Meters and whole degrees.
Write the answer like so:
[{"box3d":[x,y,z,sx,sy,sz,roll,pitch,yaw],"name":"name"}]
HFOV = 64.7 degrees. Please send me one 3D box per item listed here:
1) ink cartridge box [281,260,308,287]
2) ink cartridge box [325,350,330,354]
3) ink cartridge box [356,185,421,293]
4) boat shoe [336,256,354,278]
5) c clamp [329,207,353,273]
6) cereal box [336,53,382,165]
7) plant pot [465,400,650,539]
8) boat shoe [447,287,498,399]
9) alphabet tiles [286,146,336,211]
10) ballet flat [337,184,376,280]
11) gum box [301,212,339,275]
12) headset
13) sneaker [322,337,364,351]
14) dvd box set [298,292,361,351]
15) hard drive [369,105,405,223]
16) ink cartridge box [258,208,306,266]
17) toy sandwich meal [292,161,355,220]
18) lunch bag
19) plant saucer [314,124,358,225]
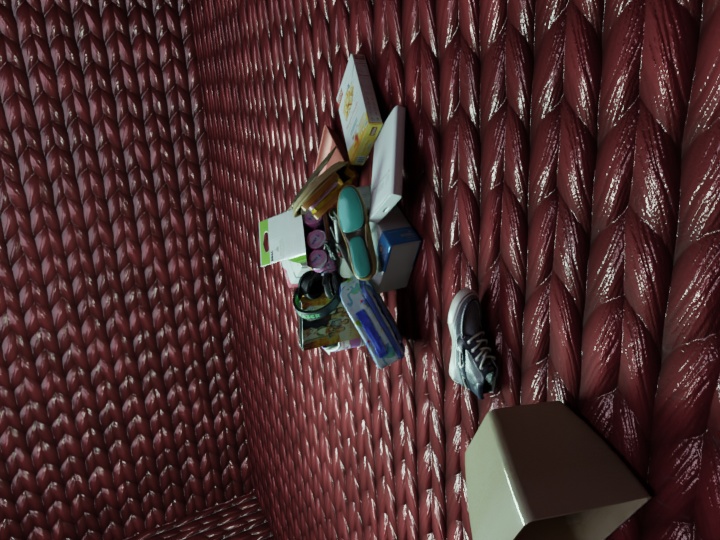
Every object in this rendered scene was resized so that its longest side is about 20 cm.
[{"box3d":[-0.196,-0.048,1.842,0.200,0.081,0.150,135,120,-63],"name":"ink cartridge box"},{"box3d":[-0.125,0.143,1.827,0.200,0.049,0.165,44,139,40],"name":"ink cartridge box"},{"box3d":[0.044,-0.075,1.286,0.202,0.082,0.146,60,150,36],"name":"ink cartridge box"},{"box3d":[0.000,0.000,1.447,0.199,0.061,0.077,-164,62,-66],"name":"boat shoe"},{"box3d":[-0.048,-0.078,1.359,0.201,0.027,0.173,93,154,-66],"name":"c clamp"},{"box3d":[-0.007,-0.366,1.298,0.144,0.039,0.204,121,141,-57],"name":"cereal box"},{"box3d":[0.262,0.313,0.852,0.203,0.195,0.179,103,157,-44],"name":"plant pot"},{"box3d":[0.212,0.136,1.030,0.092,0.074,0.204,35,139,49],"name":"boat shoe"},{"box3d":[-0.119,-0.228,1.407,0.167,0.006,0.201,-47,13,24],"name":"alphabet tiles"},{"box3d":[-0.006,-0.079,1.218,0.067,0.063,0.205,-10,88,22],"name":"ballet flat"},{"box3d":[-0.107,-0.064,1.545,0.114,0.065,0.204,62,-163,-58],"name":"gum box"},{"box3d":[-0.095,0.024,1.372,0.121,0.202,0.095,0,135,25],"name":"headset"},{"box3d":[-0.072,0.189,1.631,0.200,0.112,0.074,-9,94,67],"name":"sneaker"},{"box3d":[-0.063,0.120,1.470,0.029,0.196,0.150,-135,40,-53],"name":"dvd box set"},{"box3d":[0.055,-0.218,1.180,0.132,0.026,0.205,136,141,-63],"name":"hard drive"},{"box3d":[-0.209,-0.098,1.712,0.197,0.075,0.152,-15,74,32],"name":"ink cartridge box"},{"box3d":[-0.078,-0.176,1.334,0.070,0.205,0.205,47,153,0],"name":"toy sandwich meal"},{"box3d":[0.028,0.113,1.295,0.203,0.081,0.161,61,-173,-13],"name":"lunch bag"},{"box3d":[-0.064,-0.247,1.515,0.202,0.036,0.202,65,152,30],"name":"plant saucer"}]
